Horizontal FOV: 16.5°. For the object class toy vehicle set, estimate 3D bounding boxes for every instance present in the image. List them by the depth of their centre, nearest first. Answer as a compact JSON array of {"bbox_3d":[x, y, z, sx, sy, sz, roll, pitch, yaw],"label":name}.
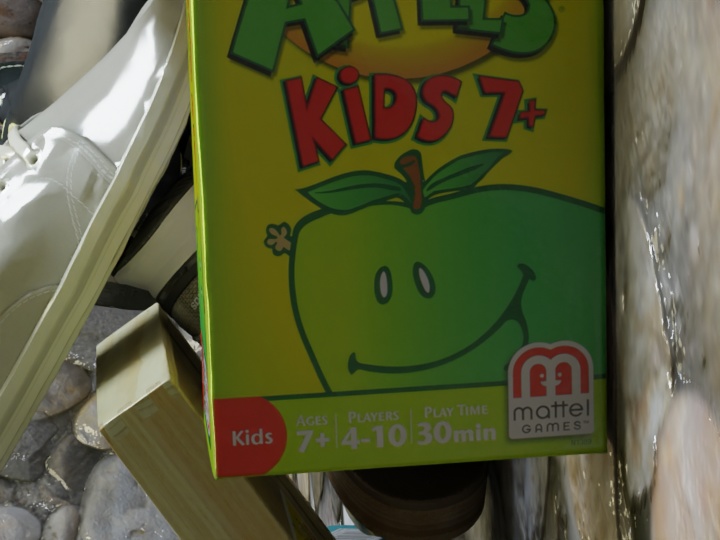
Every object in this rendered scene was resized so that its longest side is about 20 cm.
[{"bbox_3d":[-0.015,0.107,0.796,0.201,0.026,0.124,54,-179,-10],"label":"toy vehicle set"}]

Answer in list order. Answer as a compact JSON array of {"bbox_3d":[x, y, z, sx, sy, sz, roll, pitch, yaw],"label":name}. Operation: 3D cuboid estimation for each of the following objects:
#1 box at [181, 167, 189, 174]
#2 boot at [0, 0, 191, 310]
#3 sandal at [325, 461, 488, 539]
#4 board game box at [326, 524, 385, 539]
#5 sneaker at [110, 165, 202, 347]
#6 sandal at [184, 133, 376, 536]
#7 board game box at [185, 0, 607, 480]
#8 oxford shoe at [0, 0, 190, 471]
[{"bbox_3d":[-0.061,-0.102,1.099,0.079,0.140,0.201,-100,9,-66],"label":"box"},{"bbox_3d":[-0.098,-0.088,0.938,0.204,0.073,0.155,-127,46,-62],"label":"boot"},{"bbox_3d":[-0.003,0.039,0.914,0.212,0.077,0.070,-109,18,-51],"label":"sandal"},{"bbox_3d":[-0.022,0.212,0.962,0.151,0.047,0.202,-11,-81,-62],"label":"board game box"},{"bbox_3d":[0.000,0.000,0.869,0.076,0.115,0.200,-47,-4,29],"label":"sneaker"},{"bbox_3d":[-0.031,0.014,0.996,0.201,0.054,0.080,63,-151,-6],"label":"sandal"},{"bbox_3d":[0.007,-0.054,0.613,0.048,0.101,0.202,-112,19,-75],"label":"board game box"},{"bbox_3d":[-0.103,-0.017,0.788,0.201,0.057,0.075,-61,9,2],"label":"oxford shoe"}]
